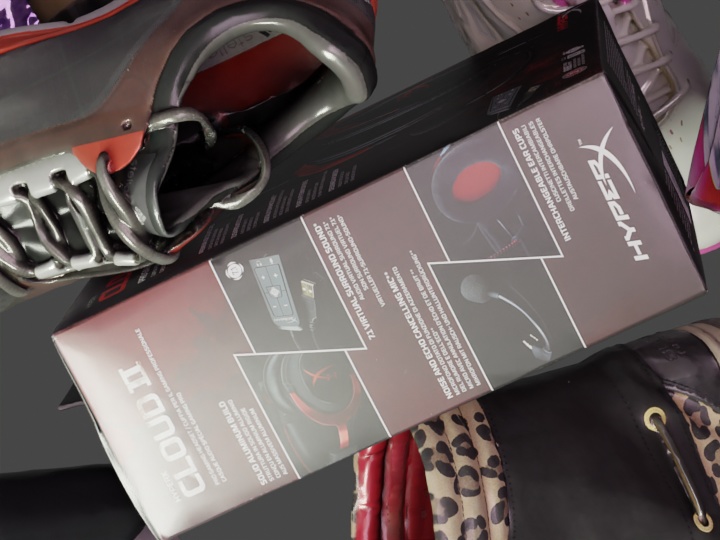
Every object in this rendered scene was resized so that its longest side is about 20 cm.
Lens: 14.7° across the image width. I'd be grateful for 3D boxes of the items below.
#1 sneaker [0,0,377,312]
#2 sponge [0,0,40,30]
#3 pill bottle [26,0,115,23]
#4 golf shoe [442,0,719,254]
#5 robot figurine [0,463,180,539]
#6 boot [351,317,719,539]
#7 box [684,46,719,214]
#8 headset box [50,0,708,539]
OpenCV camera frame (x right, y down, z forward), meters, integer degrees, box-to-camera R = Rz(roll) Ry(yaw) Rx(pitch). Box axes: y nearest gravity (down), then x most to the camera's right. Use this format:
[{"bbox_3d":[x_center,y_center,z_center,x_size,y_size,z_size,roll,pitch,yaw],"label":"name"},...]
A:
[{"bbox_3d":[-0.081,-0.031,0.813,0.200,0.082,0.077,-34,122,9],"label":"sneaker"},{"bbox_3d":[-0.186,-0.106,0.940,0.199,0.030,0.112,4,94,-8],"label":"sponge"},{"bbox_3d":[-0.097,-0.176,0.880,0.112,0.112,0.200,-32,94,-5],"label":"pill bottle"},{"bbox_3d":[0.069,-0.085,0.948,0.075,0.092,0.200,-40,99,-7],"label":"golf shoe"},{"bbox_3d":[-0.132,0.134,0.865,0.200,0.150,0.125,-4,80,-45],"label":"robot figurine"},{"bbox_3d":[0.077,0.121,0.949,0.150,0.073,0.201,-4,91,-30],"label":"boot"},{"bbox_3d":[0.194,-0.047,0.907,0.099,0.200,0.096,13,92,29],"label":"box"},{"bbox_3d":[0.000,0.000,0.863,0.199,0.149,0.075,-25,100,10],"label":"headset box"}]
